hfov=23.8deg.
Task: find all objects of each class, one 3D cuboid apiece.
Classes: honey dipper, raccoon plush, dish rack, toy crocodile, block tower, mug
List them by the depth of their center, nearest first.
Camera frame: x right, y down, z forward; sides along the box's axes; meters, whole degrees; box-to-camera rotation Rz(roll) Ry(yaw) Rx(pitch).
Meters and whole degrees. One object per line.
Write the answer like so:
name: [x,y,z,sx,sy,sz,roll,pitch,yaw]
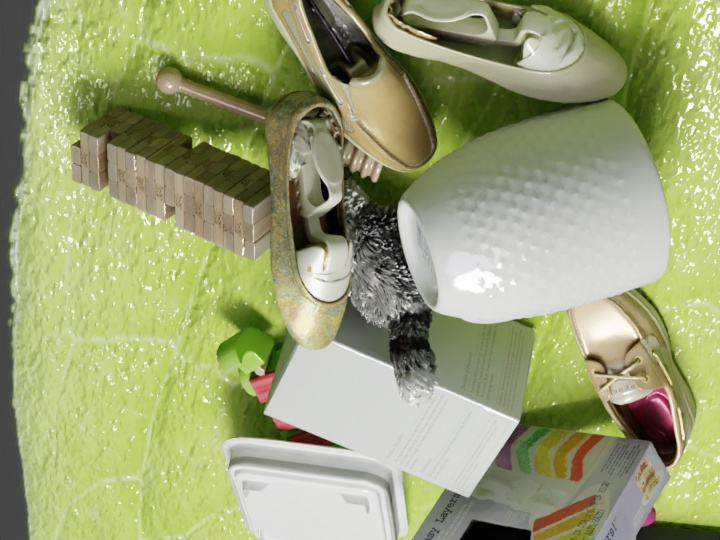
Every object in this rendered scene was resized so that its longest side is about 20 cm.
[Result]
mug: [0.123,-0.023,1.318,0.174,0.148,0.201,-17,149,-12]
raccoon plush: [0.000,0.000,1.374,0.133,0.201,0.097,16,129,-27]
block tower: [-0.144,-0.072,1.391,0.199,0.058,0.054,22,129,24]
honey dipper: [-0.073,-0.124,1.392,0.199,0.038,0.038,21,131,-1]
toy crocodile: [-0.060,0.126,1.577,0.067,0.062,0.201,-18,123,27]
dish rack: [-0.043,0.224,1.625,0.170,0.044,0.200,6,151,8]

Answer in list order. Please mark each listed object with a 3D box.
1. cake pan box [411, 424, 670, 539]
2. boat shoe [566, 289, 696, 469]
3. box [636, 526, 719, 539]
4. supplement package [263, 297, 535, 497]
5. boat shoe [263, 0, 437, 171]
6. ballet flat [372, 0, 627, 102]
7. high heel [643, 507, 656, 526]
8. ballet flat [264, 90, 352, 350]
cake pan box: [0.144,0.224,1.484,0.183,0.200,0.052,3,135,45]
boat shoe: [0.234,0.089,1.468,0.073,0.069,0.200,-21,121,28]
box: [0.248,0.349,1.643,0.198,0.124,0.200,4,131,9]
supplement package: [0.034,0.087,1.484,0.199,0.118,0.117,23,133,-6]
boat shoe: [-0.002,-0.149,1.312,0.072,0.076,0.200,-44,115,-5]
ballet flat: [0.105,-0.175,1.278,0.198,0.070,0.070,12,131,3]
high heel: [0.171,0.240,1.586,0.198,0.097,0.068,5,143,13]
ballet flat: [-0.035,-0.039,1.315,0.070,0.071,0.202,-5,92,18]
